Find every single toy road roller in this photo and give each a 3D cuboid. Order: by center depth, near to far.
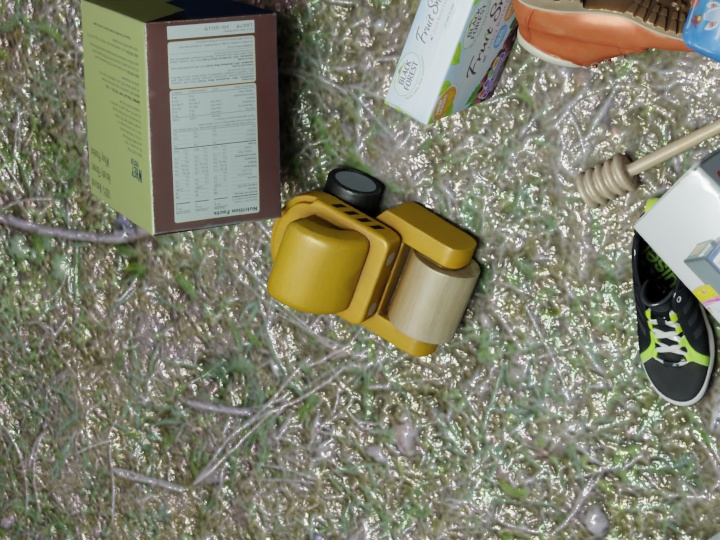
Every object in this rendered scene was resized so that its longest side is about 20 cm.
[{"bbox_3d":[0.000,0.000,1.609,0.200,0.146,0.123,30,118,20],"label":"toy road roller"}]

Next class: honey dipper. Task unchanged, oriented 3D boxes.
[{"bbox_3d":[0.282,-0.111,1.474,0.200,0.038,0.038,-27,89,32],"label":"honey dipper"}]

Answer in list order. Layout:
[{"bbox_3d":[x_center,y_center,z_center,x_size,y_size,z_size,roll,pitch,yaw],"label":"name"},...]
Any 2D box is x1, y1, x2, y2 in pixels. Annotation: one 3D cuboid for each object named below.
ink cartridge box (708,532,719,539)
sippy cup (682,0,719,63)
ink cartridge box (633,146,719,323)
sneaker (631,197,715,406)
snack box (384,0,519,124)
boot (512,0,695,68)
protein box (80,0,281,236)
[{"bbox_3d":[0.320,0.346,1.545,0.200,0.087,0.145,-42,80,31],"label":"ink cartridge box"},{"bbox_3d":[0.328,-0.221,1.336,0.139,0.178,0.131,23,100,-10],"label":"sippy cup"},{"bbox_3d":[0.346,-0.008,1.399,0.200,0.145,0.088,50,124,8],"label":"ink cartridge box"},{"bbox_3d":[0.268,0.031,1.495,0.072,0.083,0.201,-1,103,32],"label":"sneaker"},{"bbox_3d":[0.103,-0.239,1.480,0.053,0.142,0.200,30,118,20],"label":"snack box"},{"bbox_3d":[0.230,-0.218,1.459,0.199,0.075,0.107,13,149,10],"label":"boot"},{"bbox_3d":[-0.177,-0.159,1.628,0.198,0.135,0.201,29,123,60],"label":"protein box"}]
